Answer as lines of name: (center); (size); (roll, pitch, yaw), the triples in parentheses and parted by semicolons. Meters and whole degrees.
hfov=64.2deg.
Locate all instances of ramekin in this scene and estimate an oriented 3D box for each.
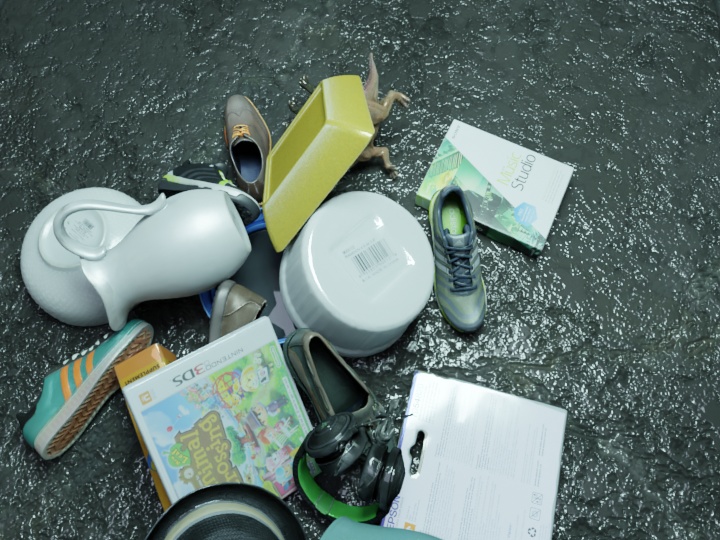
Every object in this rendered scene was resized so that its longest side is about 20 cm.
ramekin: (0.000, 0.000, 0.736); (0.195, 0.098, 0.207); (7, 69, -18)

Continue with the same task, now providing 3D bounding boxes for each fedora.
fedora: (-0.131, 0.327, 0.592); (0.195, 0.091, 0.207); (-1, 93, -26)

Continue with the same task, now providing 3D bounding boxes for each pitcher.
pitcher: (-0.249, -0.037, 0.702); (0.196, 0.174, 0.122); (-25, 42, -2)

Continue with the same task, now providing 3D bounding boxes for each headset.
headset: (-0.006, 0.211, 0.620); (0.122, 0.202, 0.094); (33, 30, 3)

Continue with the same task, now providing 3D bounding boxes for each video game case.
video game case: (-0.147, 0.185, 0.660); (0.179, 0.022, 0.205); (-25, 99, -29)

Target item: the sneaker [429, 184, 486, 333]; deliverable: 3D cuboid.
sneaker: (0.127, -0.019, 0.767); (0.072, 0.081, 0.206); (-11, 82, 7)

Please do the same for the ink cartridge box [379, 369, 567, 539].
ink cartridge box: (0.137, 0.243, 0.694); (0.194, 0.041, 0.204); (14, 68, 9)

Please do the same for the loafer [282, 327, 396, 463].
loafer: (-0.019, 0.155, 0.682); (0.072, 0.063, 0.202); (-41, 99, -26)

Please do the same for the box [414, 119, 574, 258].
box: (0.196, -0.124, 0.846); (0.196, 0.037, 0.147); (24, 71, 13)

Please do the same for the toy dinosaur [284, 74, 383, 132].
toy dinosaur: (-0.060, -0.236, 0.881); (0.101, 0.078, 0.202); (25, 66, 26)

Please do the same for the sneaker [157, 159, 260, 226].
sneaker: (-0.211, -0.125, 0.819); (0.196, 0.072, 0.084); (17, 61, 31)

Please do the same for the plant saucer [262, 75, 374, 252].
plant saucer: (-0.070, -0.156, 0.752); (0.048, 0.200, 0.202); (30, 28, -25)

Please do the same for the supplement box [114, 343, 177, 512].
supplement box: (-0.234, 0.198, 0.712); (0.065, 0.069, 0.203); (-27, 72, -8)

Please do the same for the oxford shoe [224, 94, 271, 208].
oxford shoe: (-0.169, -0.195, 0.868); (0.069, 0.073, 0.205); (-17, 68, -5)

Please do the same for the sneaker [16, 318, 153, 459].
sneaker: (-0.357, 0.134, 0.740); (0.079, 0.072, 0.201); (33, 70, 15)

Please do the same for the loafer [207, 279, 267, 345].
loafer: (-0.156, 0.118, 0.710); (0.069, 0.073, 0.206); (9, 95, 1)

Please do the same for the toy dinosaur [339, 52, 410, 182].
toy dinosaur: (-0.006, -0.205, 0.828); (0.133, 0.205, 0.085); (-9, 30, -43)

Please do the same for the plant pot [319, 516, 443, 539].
plant pot: (0.031, 0.355, 0.576); (0.184, 0.201, 0.204); (19, 68, 20)

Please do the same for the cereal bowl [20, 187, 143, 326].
cereal bowl: (-0.385, -0.031, 0.804); (0.193, 0.084, 0.206); (-1, 68, 3)

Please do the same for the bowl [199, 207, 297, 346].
bowl: (-0.125, 0.011, 0.800); (0.194, 0.040, 0.206); (-1, 67, 2)
